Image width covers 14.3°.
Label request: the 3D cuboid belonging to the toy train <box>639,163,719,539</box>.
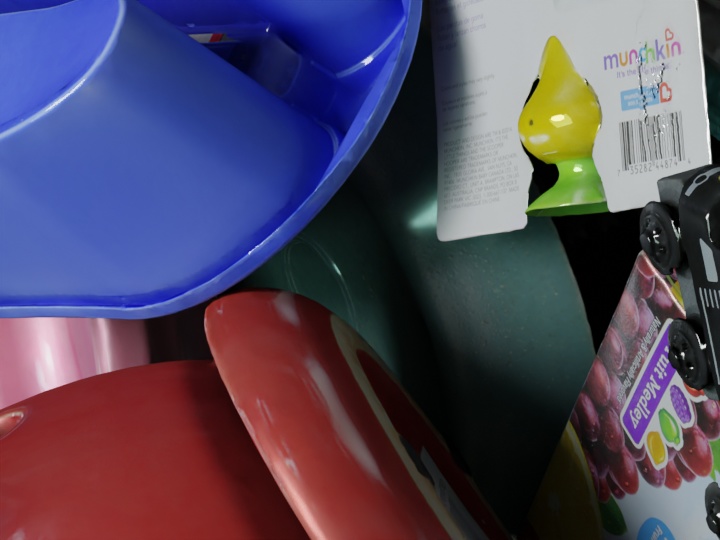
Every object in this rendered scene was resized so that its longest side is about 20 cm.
[{"bbox_3d":[0.106,0.072,0.671,0.046,0.034,0.201,8,114,68],"label":"toy train"}]

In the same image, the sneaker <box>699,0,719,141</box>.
[{"bbox_3d":[0.151,-0.115,0.743,0.200,0.091,0.078,-63,33,25],"label":"sneaker"}]

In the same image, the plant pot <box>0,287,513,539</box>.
[{"bbox_3d":[-0.045,0.114,0.787,0.182,0.200,0.201,-36,64,4],"label":"plant pot"}]

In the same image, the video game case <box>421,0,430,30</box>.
[{"bbox_3d":[-0.044,-0.121,0.997,0.182,0.024,0.201,4,98,46],"label":"video game case"}]

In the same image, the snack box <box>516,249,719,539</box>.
[{"bbox_3d":[0.108,0.097,0.792,0.142,0.053,0.200,56,153,26],"label":"snack box"}]

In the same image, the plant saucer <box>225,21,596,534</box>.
[{"bbox_3d":[0.000,0.000,0.892,0.200,0.036,0.200,46,152,33],"label":"plant saucer"}]

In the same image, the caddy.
[{"bbox_3d":[-0.070,-0.058,0.823,0.200,0.105,0.142,0,58,48],"label":"caddy"}]

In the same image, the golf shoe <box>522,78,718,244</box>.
[{"bbox_3d":[0.083,-0.094,0.846,0.200,0.077,0.088,-60,32,31],"label":"golf shoe"}]

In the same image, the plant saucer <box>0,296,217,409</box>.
[{"bbox_3d":[-0.092,0.015,0.983,0.200,0.051,0.201,170,90,-71],"label":"plant saucer"}]

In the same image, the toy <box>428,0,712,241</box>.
[{"bbox_3d":[0.062,-0.112,0.760,0.115,0.047,0.201,-9,79,56],"label":"toy"}]
